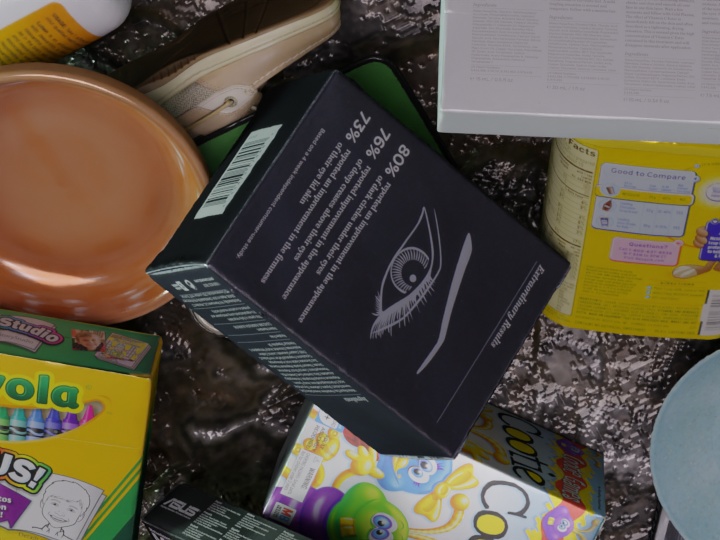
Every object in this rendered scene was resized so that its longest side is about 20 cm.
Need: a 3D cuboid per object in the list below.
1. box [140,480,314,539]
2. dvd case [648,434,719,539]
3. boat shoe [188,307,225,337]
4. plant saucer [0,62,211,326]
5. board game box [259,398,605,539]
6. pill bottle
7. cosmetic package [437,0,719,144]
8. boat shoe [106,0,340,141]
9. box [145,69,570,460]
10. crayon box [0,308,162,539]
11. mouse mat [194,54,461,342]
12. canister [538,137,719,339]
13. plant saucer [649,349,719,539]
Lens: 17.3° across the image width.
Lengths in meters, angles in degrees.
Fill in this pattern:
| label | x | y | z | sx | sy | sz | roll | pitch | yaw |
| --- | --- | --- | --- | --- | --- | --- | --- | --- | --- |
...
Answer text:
| label | x | y | z | sx | sy | sz | roll | pitch | yaw |
| --- | --- | --- | --- | --- | --- | --- | --- | --- | --- |
| box | -0.036 | 0.242 | 1.530 | 0.047 | 0.200 | 0.194 | -39 | 121 | -25 |
| dvd case | 0.265 | 0.209 | 1.589 | 0.150 | 0.025 | 0.201 | 12 | 109 | 2 |
| boat shoe | -0.015 | 0.017 | 1.532 | 0.199 | 0.063 | 0.073 | 0 | 82 | -13 |
| plant saucer | -0.187 | -0.050 | 1.467 | 0.199 | 0.038 | 0.201 | 3 | 130 | 4 |
| board game box | 0.050 | 0.141 | 1.544 | 0.199 | 0.105 | 0.103 | 24 | 109 | -4 |
| pill bottle | -0.211 | -0.180 | 1.454 | 0.199 | 0.111 | 0.111 | -26 | 105 | 13 |
| cosmetic package | 0.144 | -0.150 | 1.318 | 0.199 | 0.052 | 0.152 | 3 | 80 | 1 |
| boat shoe | -0.092 | -0.117 | 1.490 | 0.199 | 0.072 | 0.065 | -27 | 116 | 14 |
| box | 0.000 | 0.000 | 1.416 | 0.200 | 0.104 | 0.148 | 40 | 72 | -18 |
| crayon box | -0.236 | 0.109 | 1.518 | 0.199 | 0.058 | 0.173 | 9 | 123 | -1 |
| mouse mat | -0.036 | -0.042 | 1.511 | 0.199 | 0.008 | 0.161 | -24 | 127 | 13 |
| canister | 0.181 | -0.051 | 1.432 | 0.148 | 0.087 | 0.200 | 5 | 140 | 1 |
| plant saucer | 0.287 | 0.117 | 1.510 | 0.200 | 0.039 | 0.202 | 7 | 120 | 12 |
